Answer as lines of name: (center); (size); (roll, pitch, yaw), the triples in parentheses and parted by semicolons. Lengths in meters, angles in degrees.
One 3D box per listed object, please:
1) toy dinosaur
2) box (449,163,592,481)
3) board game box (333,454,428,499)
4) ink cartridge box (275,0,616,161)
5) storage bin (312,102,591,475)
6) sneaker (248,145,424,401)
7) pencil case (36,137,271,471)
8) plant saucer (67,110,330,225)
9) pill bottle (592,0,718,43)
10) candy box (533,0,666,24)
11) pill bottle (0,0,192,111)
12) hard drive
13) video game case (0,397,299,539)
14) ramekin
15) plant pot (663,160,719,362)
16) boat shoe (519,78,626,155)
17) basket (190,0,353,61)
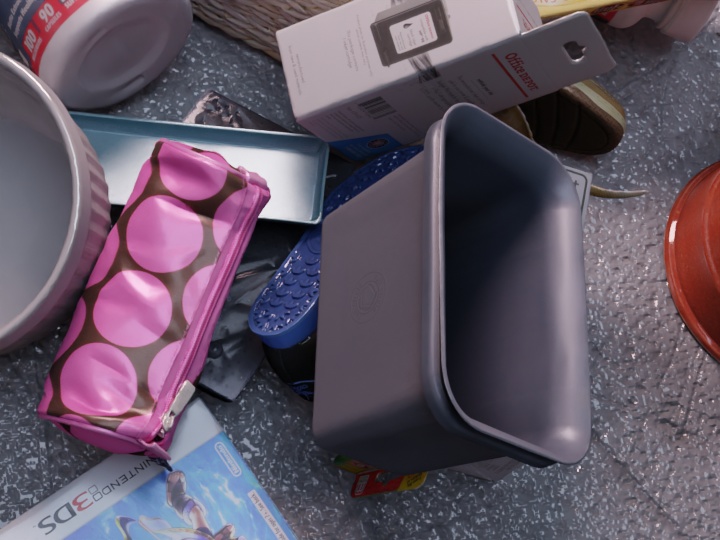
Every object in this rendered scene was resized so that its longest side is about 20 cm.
toy dinosaur: (0.106, -0.093, 0.973); (0.200, 0.101, 0.058); (44, 67, 6)
box: (0.100, 0.032, 0.918); (0.060, 0.117, 0.202); (15, 66, -6)
board game box: (0.034, 0.054, 0.906); (0.030, 0.095, 0.202); (23, 66, -24)
ink cartridge box: (0.059, -0.147, 0.887); (0.199, 0.116, 0.067); (-18, 74, 17)
storage bin: (0.052, 0.028, 0.797); (0.145, 0.134, 0.202); (24, 56, -37)
sneaker: (0.000, 0.000, 0.916); (0.070, 0.078, 0.200); (12, 51, 41)
pencil case: (-0.122, 0.017, 0.833); (0.091, 0.093, 0.202); (32, 72, -45)
plant saucer: (-0.122, -0.069, 0.914); (0.198, 0.019, 0.070); (5, 64, 1)
pill bottle: (0.189, -0.261, 1.050); (0.199, 0.111, 0.111); (26, 66, -1)
candy box: (0.189, -0.251, 0.967); (0.198, 0.056, 0.118); (-10, 93, 2)
pill bottle: (-0.219, -0.224, 0.940); (0.119, 0.120, 0.200); (-31, 73, -21)
hard drive: (-0.100, -0.016, 0.932); (0.134, 0.042, 0.201); (27, 66, -2)
video game case: (-0.122, 0.213, 0.840); (0.181, 0.045, 0.201); (-33, 80, -20)
ramekin: (-0.254, -0.037, 0.843); (0.198, 0.105, 0.202); (-1, 83, 8)
plant pot: (0.350, -0.035, 0.954); (0.199, 0.195, 0.203); (4, 68, -11)
boat shoe: (0.120, -0.163, 1.025); (0.199, 0.072, 0.076); (29, 54, 0)
basket: (-0.036, -0.275, 0.979); (0.199, 0.161, 0.199); (26, 67, -1)
